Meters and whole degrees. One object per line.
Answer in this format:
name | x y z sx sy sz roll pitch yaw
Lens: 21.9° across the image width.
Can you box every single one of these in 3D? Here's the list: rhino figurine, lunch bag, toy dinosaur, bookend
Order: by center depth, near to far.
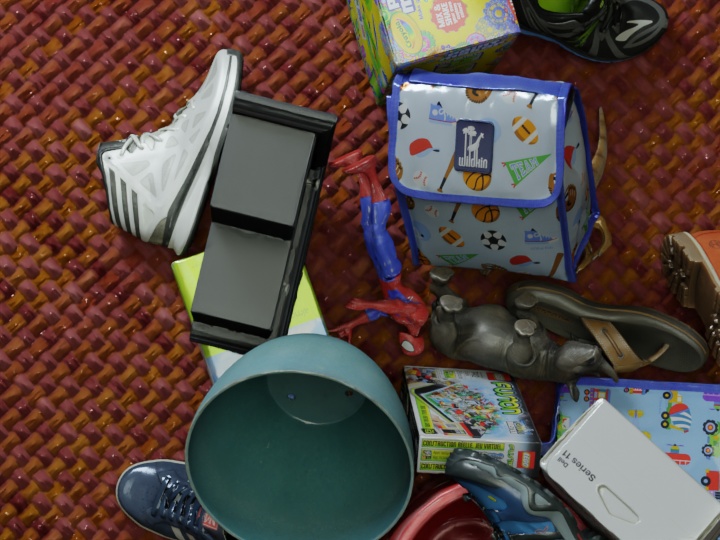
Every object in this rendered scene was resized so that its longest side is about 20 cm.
bookend | -0.089 -0.034 1.646 0.091 0.200 0.201 13 81 -1
lunch bag | 0.118 -0.093 1.678 0.168 0.201 0.125 6 48 18
rhino figurine | 0.150 0.067 1.742 0.198 0.088 0.060 20 51 15
lunch bag | 0.264 0.179 1.760 0.197 0.094 0.153 3 87 6
toy dinosaur | 0.198 -0.058 1.784 0.200 0.060 0.106 -41 87 -7

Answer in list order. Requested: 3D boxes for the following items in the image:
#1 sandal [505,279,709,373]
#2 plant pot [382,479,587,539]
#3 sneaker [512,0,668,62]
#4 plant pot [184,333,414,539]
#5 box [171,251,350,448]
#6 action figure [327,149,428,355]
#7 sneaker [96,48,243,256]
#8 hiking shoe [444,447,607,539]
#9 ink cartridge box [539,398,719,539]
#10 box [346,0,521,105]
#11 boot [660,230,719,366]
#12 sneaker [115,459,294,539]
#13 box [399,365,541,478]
sandal | 0.229 0.064 1.760 0.198 0.082 0.055 19 62 1
plant pot | 0.109 0.279 1.680 0.198 0.182 0.203 0 90 -5
sneaker | 0.217 -0.247 1.774 0.198 0.082 0.072 10 79 -31
plant pot | -0.045 0.133 1.644 0.198 0.135 0.202 3 122 5
box | -0.090 0.069 1.756 0.121 0.048 0.202 -19 85 -5
action figure | 0.000 0.000 1.743 0.098 0.065 0.202 -26 108 -11
sneaker | -0.185 -0.126 1.754 0.114 0.076 0.203 19 86 -4
hiking shoe | 0.142 0.229 1.559 0.199 0.074 0.087 38 84 -3
ink cartridge box | 0.238 0.202 1.622 0.146 0.200 0.083 42 86 15
box | 0.052 -0.280 1.727 0.121 0.193 0.202 -15 86 -5
boot | 0.369 0.030 1.743 0.106 0.076 0.201 -8 45 -15
sneaker | -0.138 0.224 1.711 0.198 0.085 0.076 17 85 10
box | 0.097 0.135 1.690 0.109 0.200 0.035 3 104 -4
